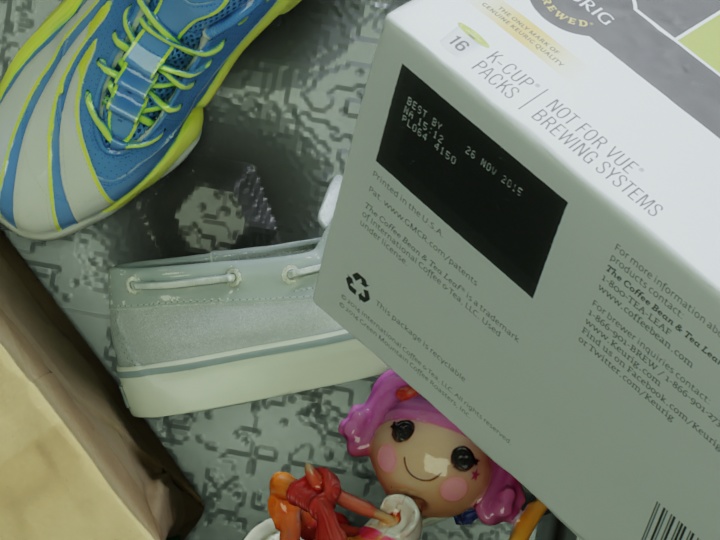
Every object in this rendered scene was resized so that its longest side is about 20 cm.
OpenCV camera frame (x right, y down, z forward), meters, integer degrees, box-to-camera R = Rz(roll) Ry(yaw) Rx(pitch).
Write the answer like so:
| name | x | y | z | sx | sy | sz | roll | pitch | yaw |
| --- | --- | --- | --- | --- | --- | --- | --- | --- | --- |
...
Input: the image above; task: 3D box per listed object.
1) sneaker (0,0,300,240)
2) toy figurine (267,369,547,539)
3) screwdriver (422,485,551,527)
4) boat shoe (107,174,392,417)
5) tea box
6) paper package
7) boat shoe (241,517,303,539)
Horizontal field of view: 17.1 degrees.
| name | x | y | z | sx | sy | sz | roll | pitch | yaw |
| --- | --- | --- | --- | --- | --- | --- | --- | --- | --- |
| sneaker | -0.075 | -0.093 | 0.867 | 0.076 | 0.105 | 0.200 | 40 | 95 | 3 |
| toy figurine | 0.024 | 0.104 | 0.818 | 0.199 | 0.150 | 0.185 | 24 | 66 | 15 |
| screwdriver | 0.021 | 0.096 | 0.870 | 0.199 | 0.028 | 0.029 | -23 | 63 | -19 |
| boat shoe | 0.000 | 0.000 | 0.882 | 0.199 | 0.070 | 0.072 | -14 | 95 | 9 |
| tea box | 0.127 | -0.014 | 0.765 | 0.196 | 0.134 | 0.200 | -31 | 62 | -34 |
| paper package | -0.192 | 0.083 | 0.889 | 0.200 | 0.103 | 0.191 | -38 | 90 | 6 |
| boat shoe | 0.027 | 0.170 | 0.898 | 0.200 | 0.068 | 0.072 | 38 | 54 | -1 |
